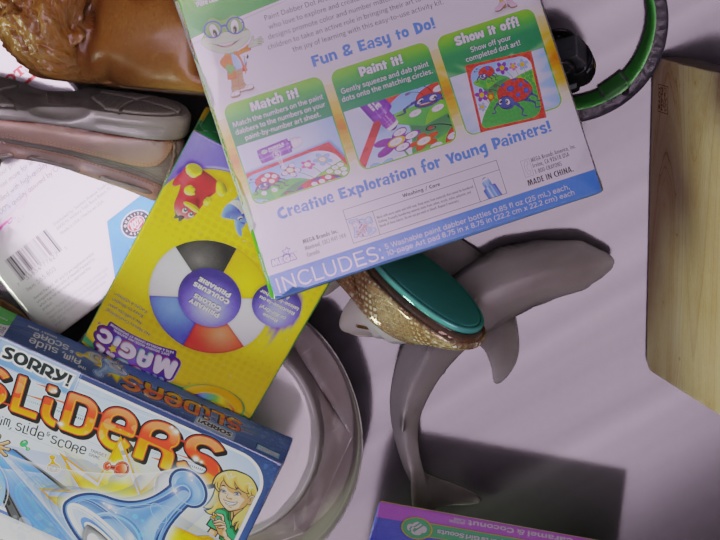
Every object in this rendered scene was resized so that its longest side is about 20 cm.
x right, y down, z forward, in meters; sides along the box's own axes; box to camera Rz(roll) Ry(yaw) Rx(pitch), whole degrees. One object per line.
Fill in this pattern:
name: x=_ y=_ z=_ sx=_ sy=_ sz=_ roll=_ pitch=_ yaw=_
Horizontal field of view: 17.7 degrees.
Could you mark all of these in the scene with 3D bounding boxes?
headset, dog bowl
headset: x=0.105 y=-0.178 z=1.400 sx=0.123 sy=0.094 sz=0.200 roll=-36 pitch=106 yaw=8
dog bowl: x=-0.096 y=0.100 z=1.479 sx=0.200 sy=0.059 sz=0.200 roll=1 pitch=101 yaw=4

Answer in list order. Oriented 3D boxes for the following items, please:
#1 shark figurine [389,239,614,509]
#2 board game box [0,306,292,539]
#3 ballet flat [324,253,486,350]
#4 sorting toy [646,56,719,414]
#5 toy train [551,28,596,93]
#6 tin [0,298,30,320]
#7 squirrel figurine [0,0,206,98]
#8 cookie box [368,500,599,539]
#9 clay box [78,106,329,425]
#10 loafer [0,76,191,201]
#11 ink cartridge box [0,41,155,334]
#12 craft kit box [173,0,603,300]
shark figurine: x=0.054 y=0.059 z=1.450 sx=0.128 sy=0.090 sz=0.215 roll=28 pitch=99 yaw=0
board game box: x=-0.159 y=0.120 z=1.403 sx=0.200 sy=0.034 sz=0.135 roll=24 pitch=117 yaw=-2
ballet flat: x=0.000 y=0.000 z=1.424 sx=0.200 sy=0.070 sz=0.065 roll=47 pitch=119 yaw=33
sorting toy: x=0.237 y=-0.020 z=1.375 sx=0.070 sy=0.199 sz=0.200 roll=-2 pitch=100 yaw=-12
toy train: x=0.054 y=-0.105 z=1.413 sx=0.200 sy=0.046 sz=0.034 roll=-14 pitch=60 yaw=30
tin: x=-0.260 y=0.115 z=1.504 sx=0.112 sy=0.042 sz=0.200 roll=5 pitch=100 yaw=7
squirrel figurine: x=-0.130 y=-0.202 z=1.378 sx=0.200 sy=0.142 sz=0.187 roll=5 pitch=93 yaw=-15
cookie box: x=0.075 y=0.251 z=1.447 sx=0.171 sy=0.075 sz=0.200 roll=11 pitch=129 yaw=2
clay box: x=-0.089 y=0.015 z=1.388 sx=0.115 sy=0.048 sz=0.200 roll=28 pitch=114 yaw=-4
loafer: x=-0.203 y=-0.079 z=1.382 sx=0.200 sy=0.072 sz=0.063 roll=6 pitch=109 yaw=-4
ink cartridge box: x=-0.208 y=-0.072 z=1.450 sx=0.115 sy=0.068 sz=0.200 roll=-36 pitch=96 yaw=7
craft kit box: x=0.012 y=-0.107 z=1.311 sx=0.200 sy=0.049 sz=0.198 roll=-18 pitch=94 yaw=-5
